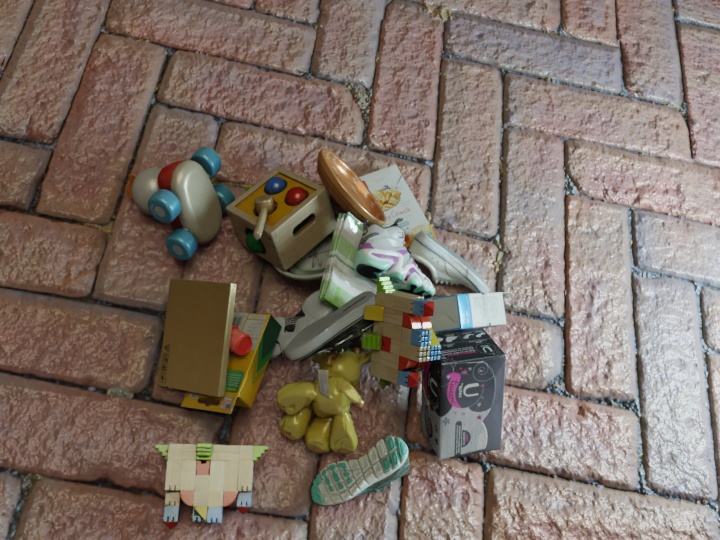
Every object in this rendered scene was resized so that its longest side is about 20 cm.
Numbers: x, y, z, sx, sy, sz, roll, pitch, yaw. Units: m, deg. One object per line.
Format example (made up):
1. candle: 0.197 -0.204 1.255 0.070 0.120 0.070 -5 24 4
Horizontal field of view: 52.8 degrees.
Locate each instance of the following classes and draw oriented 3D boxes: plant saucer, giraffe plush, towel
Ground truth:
1. plant saucer: -0.087 -0.040 1.503 0.196 0.051 0.202 -9 44 9
2. plant saucer: -0.024 -0.165 1.499 0.037 0.200 0.202 -39 72 14
3. giraffe plush: -0.054 0.218 1.359 0.170 0.203 0.163 22 33 6
4. towel: 0.000 0.000 1.408 0.148 0.031 0.203 30 53 -26

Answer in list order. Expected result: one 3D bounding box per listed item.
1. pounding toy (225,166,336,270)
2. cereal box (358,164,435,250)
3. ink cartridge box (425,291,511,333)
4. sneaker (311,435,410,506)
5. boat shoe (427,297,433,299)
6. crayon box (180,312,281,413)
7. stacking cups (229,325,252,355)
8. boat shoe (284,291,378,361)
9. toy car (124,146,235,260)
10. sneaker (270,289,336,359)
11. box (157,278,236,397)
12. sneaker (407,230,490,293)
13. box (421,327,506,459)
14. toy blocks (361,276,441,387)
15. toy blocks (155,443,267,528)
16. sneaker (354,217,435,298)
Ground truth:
1. pounding toy: -0.170 -0.106 1.455 0.183 0.144 0.199 27 58 38
2. cereal box: 0.059 -0.127 1.601 0.142 0.040 0.202 -21 69 -19
3. ink cartridge box: 0.211 0.085 1.448 0.198 0.115 0.069 -1 81 -46
4. sneaker: 0.007 0.381 1.320 0.197 0.092 0.078 -25 49 6
5. boat shoe: 0.061 0.052 1.492 0.198 0.074 0.075 35 58 1
6. crayon box: -0.240 0.178 1.359 0.124 0.052 0.203 1 57 31
7. stacking cups: -0.280 0.107 1.368 0.198 0.061 0.061 22 58 33
8. boat shoe: -0.041 0.117 1.311 0.198 0.072 0.072 -31 110 -13
9. toy car: -0.396 -0.144 1.493 0.196 0.179 0.186 7 44 27
10. sneaker: -0.105 0.122 1.429 0.199 0.115 0.076 -36 57 14
11. box: -0.300 0.120 1.328 0.161 0.021 0.205 3 84 34
12. sneaker: 0.185 -0.002 1.552 0.199 0.073 0.071 37 103 -3
13. box: 0.186 0.228 1.344 0.129 0.204 0.115 -6 21 -13
14. toy blocks: 0.084 0.122 1.281 0.099 0.135 0.205 -1 98 -40
15. toy blocks: -0.264 0.378 1.269 0.195 0.100 0.140 3 72 -9
16. sneaker: 0.078 -0.035 1.423 0.198 0.077 0.143 29 58 -36
